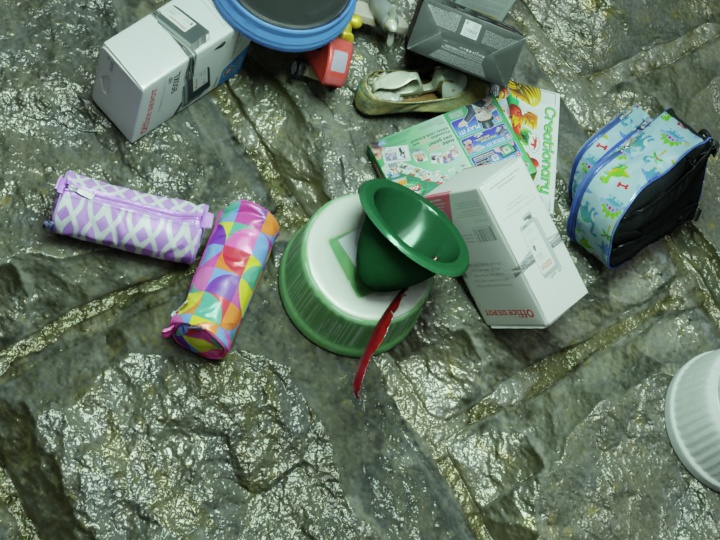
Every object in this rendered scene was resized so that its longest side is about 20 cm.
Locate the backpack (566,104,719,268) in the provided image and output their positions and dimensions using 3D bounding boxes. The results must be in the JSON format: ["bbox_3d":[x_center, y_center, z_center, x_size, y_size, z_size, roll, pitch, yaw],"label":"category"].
[{"bbox_3d":[0.371,-0.112,1.682,0.199,0.184,0.147,-37,59,-23],"label":"backpack"}]

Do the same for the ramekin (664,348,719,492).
[{"bbox_3d":[0.521,0.193,1.636,0.197,0.105,0.203,6,67,-14],"label":"ramekin"}]

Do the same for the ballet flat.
[{"bbox_3d":[0.089,-0.256,1.695,0.197,0.071,0.072,-7,70,-9],"label":"ballet flat"}]

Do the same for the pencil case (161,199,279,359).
[{"bbox_3d":[-0.170,0.011,1.513,0.087,0.089,0.202,25,61,-5],"label":"pencil case"}]

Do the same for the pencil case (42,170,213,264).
[{"bbox_3d":[-0.286,-0.068,1.507,0.197,0.086,0.085,13,53,-13],"label":"pencil case"}]

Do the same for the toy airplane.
[{"bbox_3d":[-0.042,-0.368,1.676,0.200,0.141,0.200,48,50,-2],"label":"toy airplane"}]

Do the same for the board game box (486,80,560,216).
[{"bbox_3d":[0.218,-0.175,1.736,0.124,0.035,0.203,12,65,-11],"label":"board game box"}]

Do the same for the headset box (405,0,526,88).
[{"bbox_3d":[0.142,-0.326,1.699,0.147,0.200,0.078,21,104,-5],"label":"headset box"}]

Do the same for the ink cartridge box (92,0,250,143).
[{"bbox_3d":[-0.240,-0.275,1.574,0.199,0.145,0.084,-39,83,-26],"label":"ink cartridge box"}]

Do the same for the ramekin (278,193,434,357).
[{"bbox_3d":[0.000,0.000,1.559,0.197,0.098,0.203,6,66,-14],"label":"ramekin"}]

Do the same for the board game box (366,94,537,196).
[{"bbox_3d":[0.125,-0.149,1.671,0.198,0.029,0.136,-22,70,-12],"label":"board game box"}]

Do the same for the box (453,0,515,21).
[{"bbox_3d":[0.204,-0.440,1.750,0.081,0.200,0.050,16,64,-10],"label":"box"}]

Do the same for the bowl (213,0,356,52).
[{"bbox_3d":[-0.096,-0.377,1.559,0.198,0.039,0.203,7,67,-16],"label":"bowl"}]

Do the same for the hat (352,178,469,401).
[{"bbox_3d":[0.018,0.010,1.496,0.165,0.177,0.200,40,25,5],"label":"hat"}]

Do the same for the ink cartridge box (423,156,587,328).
[{"bbox_3d":[0.185,-0.032,1.571,0.082,0.146,0.202,-34,103,-24],"label":"ink cartridge box"}]
